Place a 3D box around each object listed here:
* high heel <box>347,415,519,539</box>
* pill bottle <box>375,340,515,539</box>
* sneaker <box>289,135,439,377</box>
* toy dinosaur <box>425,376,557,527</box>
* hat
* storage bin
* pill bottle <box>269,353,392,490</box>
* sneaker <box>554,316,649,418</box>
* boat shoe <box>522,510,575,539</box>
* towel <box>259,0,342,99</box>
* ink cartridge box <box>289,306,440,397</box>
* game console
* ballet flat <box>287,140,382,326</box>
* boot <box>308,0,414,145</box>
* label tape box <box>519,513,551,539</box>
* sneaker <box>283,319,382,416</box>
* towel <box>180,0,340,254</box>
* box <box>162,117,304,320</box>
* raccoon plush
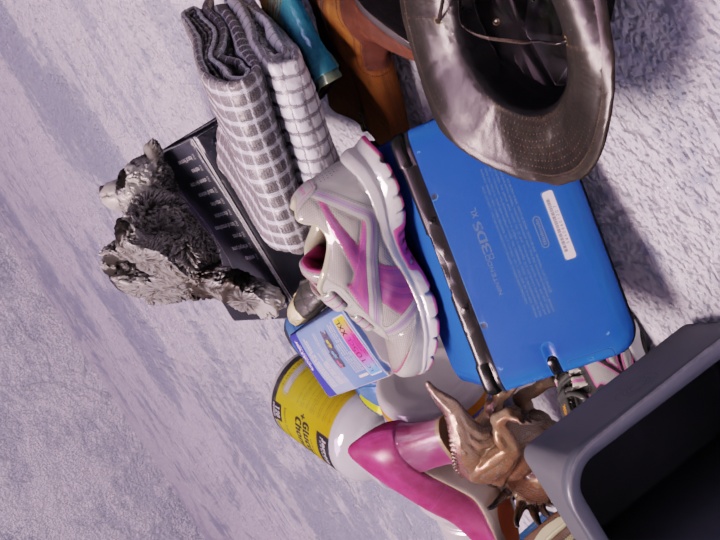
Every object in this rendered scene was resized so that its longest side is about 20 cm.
[{"bbox_3d":[0.072,0.207,1.122,0.095,0.068,0.200,-16,133,26],"label":"high heel"},{"bbox_3d":[0.093,0.174,1.201,0.112,0.112,0.201,28,147,48],"label":"pill bottle"},{"bbox_3d":[0.000,0.000,0.953,0.081,0.088,0.201,-124,13,-65],"label":"sneaker"},{"bbox_3d":[0.126,0.158,1.064,0.136,0.199,0.086,-54,38,28],"label":"toy dinosaur"},{"bbox_3d":[0.104,-0.156,0.744,0.200,0.081,0.202,38,144,33],"label":"hat"},{"bbox_3d":[0.211,0.119,0.793,0.146,0.199,0.134,57,169,-8],"label":"storage bin"},{"bbox_3d":[-0.010,0.171,1.407,0.199,0.112,0.113,27,146,50],"label":"pill bottle"},{"bbox_3d":[0.179,0.085,0.928,0.200,0.086,0.081,47,155,21],"label":"sneaker"},{"bbox_3d":[0.169,0.267,1.073,0.075,0.202,0.075,55,-170,28],"label":"boat shoe"},{"bbox_3d":[-0.069,-0.231,0.983,0.147,0.022,0.202,177,70,-83],"label":"towel"},{"bbox_3d":[0.021,0.044,1.122,0.077,0.136,0.200,55,158,1],"label":"ink cartridge box"},{"bbox_3d":[0.100,-0.022,0.920,0.202,0.169,0.118,68,-159,-4],"label":"game console"},{"bbox_3d":[-0.013,-0.030,1.091,0.057,0.066,0.201,36,118,2],"label":"ballet flat"},{"bbox_3d":[0.015,-0.152,0.944,0.188,0.068,0.201,38,154,34],"label":"boot"},{"bbox_3d":[0.193,0.310,1.149,0.066,0.143,0.200,61,157,-17],"label":"label tape box"},{"bbox_3d":[-0.013,0.078,1.353,0.200,0.066,0.079,35,140,40],"label":"sneaker"},{"bbox_3d":[-0.084,-0.126,1.013,0.200,0.085,0.167,-124,12,-56],"label":"towel"},{"bbox_3d":[-0.101,-0.063,1.237,0.198,0.124,0.200,61,157,-11],"label":"box"},{"bbox_3d":[-0.157,-0.034,1.172,0.199,0.135,0.097,25,144,-12],"label":"raccoon plush"}]
